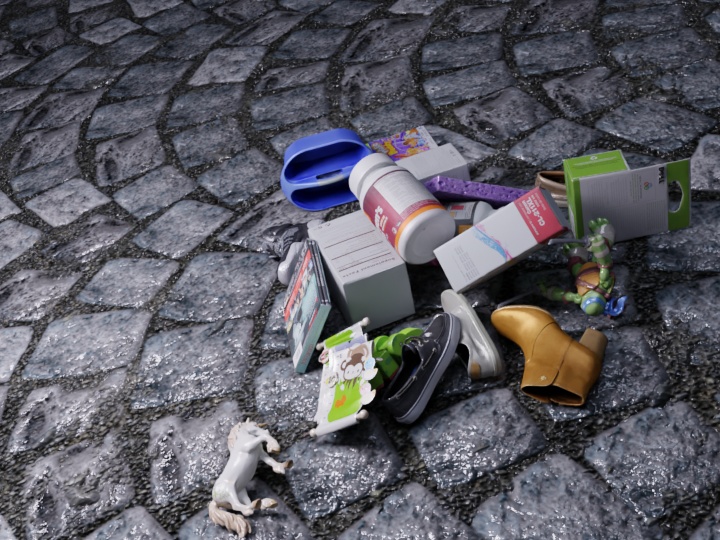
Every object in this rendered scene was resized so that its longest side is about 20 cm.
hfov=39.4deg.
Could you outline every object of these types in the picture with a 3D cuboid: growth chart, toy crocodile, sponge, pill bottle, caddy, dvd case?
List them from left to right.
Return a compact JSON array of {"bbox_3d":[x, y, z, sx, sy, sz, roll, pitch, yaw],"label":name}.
[{"bbox_3d":[-0.094,0.058,1.718,0.022,0.146,0.200,12,30,-18],"label":"dvd case"},{"bbox_3d":[-0.065,-0.202,2.045,0.200,0.142,0.105,-16,31,0],"label":"caddy"},{"bbox_3d":[-0.025,0.165,1.551,0.145,0.018,0.200,-34,36,35],"label":"growth chart"},{"bbox_3d":[0.031,0.156,1.606,0.200,0.062,0.067,-43,13,-29],"label":"toy crocodile"},{"bbox_3d":[0.067,-0.110,1.725,0.109,0.110,0.200,-27,49,-15],"label":"pill bottle"},{"bbox_3d":[0.178,-0.065,1.794,0.200,0.116,0.116,1,39,22],"label":"pill bottle"},{"bbox_3d":[0.207,-0.133,1.825,0.200,0.030,0.112,7,-10,-19],"label":"sponge"}]

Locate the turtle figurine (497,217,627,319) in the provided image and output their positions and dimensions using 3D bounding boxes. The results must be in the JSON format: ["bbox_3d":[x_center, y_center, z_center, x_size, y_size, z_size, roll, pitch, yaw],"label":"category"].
[{"bbox_3d":[0.345,-0.018,1.637,0.200,0.144,0.194,13,33,10],"label":"turtle figurine"}]

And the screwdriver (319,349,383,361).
[{"bbox_3d":[-0.011,0.142,1.601,0.028,0.029,0.200,-41,21,-24],"label":"screwdriver"}]

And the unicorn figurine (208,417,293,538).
[{"bbox_3d":[-0.164,0.287,1.481,0.137,0.074,0.200,4,45,41],"label":"unicorn figurine"}]

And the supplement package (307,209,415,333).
[{"bbox_3d":[0.000,0.000,1.771,0.117,0.117,0.200,-20,37,-10],"label":"supplement package"}]

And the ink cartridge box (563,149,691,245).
[{"bbox_3d":[0.465,-0.132,1.752,0.200,0.148,0.076,-11,35,5],"label":"ink cartridge box"}]

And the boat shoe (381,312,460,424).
[{"bbox_3d":[0.089,0.138,1.556,0.070,0.066,0.200,-6,48,54],"label":"boat shoe"}]

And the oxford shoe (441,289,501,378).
[{"bbox_3d":[0.163,0.100,1.617,0.058,0.075,0.200,-17,41,-8],"label":"oxford shoe"}]

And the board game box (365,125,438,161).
[{"bbox_3d":[0.102,-0.220,2.088,0.134,0.045,0.200,-19,36,-5],"label":"board game box"}]

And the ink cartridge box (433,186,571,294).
[{"bbox_3d":[0.233,-0.049,1.641,0.200,0.083,0.146,-31,-7,15],"label":"ink cartridge box"}]

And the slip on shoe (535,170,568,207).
[{"bbox_3d":[0.424,-0.155,1.870,0.200,0.061,0.076,6,41,26],"label":"slip on shoe"}]

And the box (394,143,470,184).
[{"bbox_3d":[0.106,-0.141,1.912,0.200,0.125,0.098,-19,34,-6],"label":"box"}]

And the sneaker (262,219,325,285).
[{"bbox_3d":[-0.140,-0.031,1.899,0.114,0.076,0.200,-1,29,22],"label":"sneaker"}]

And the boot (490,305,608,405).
[{"bbox_3d":[0.268,0.130,1.539,0.201,0.071,0.144,14,44,28],"label":"boot"}]
